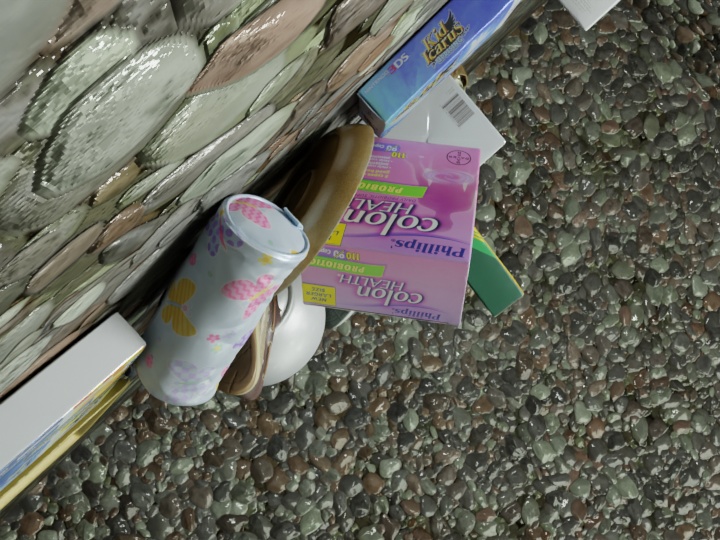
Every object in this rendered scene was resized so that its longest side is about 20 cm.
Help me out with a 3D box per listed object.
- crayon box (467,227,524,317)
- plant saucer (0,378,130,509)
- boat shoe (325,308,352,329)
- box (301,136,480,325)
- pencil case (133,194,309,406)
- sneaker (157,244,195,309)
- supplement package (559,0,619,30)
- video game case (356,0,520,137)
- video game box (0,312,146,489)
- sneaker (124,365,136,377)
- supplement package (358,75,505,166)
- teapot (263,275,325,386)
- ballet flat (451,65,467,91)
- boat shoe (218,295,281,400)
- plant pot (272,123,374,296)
[{"bbox_3d":[0.158,-0.033,1.045,0.058,0.173,0.200,-38,-175,8],"label":"crayon box"},{"bbox_3d":[-0.374,0.205,0.782,0.200,0.048,0.200,-40,-174,42],"label":"plant saucer"},{"bbox_3d":[-0.001,-0.002,0.943,0.065,0.074,0.203,-8,135,-50],"label":"boat shoe"},{"bbox_3d":[0.039,-0.053,0.784,0.097,0.174,0.201,91,10,-45],"label":"box"},{"bbox_3d":[-0.124,0.030,0.613,0.090,0.083,0.200,2,132,-48],"label":"pencil case"},{"bbox_3d":[-0.173,0.027,0.708,0.200,0.080,0.087,-54,-143,27],"label":"sneaker"},{"bbox_3d":[0.309,-0.403,0.824,0.200,0.120,0.121,-42,-177,26],"label":"supplement package"},{"bbox_3d":[0.083,-0.231,0.746,0.200,0.045,0.181,-43,-177,5],"label":"video game case"},{"bbox_3d":[-0.291,0.141,0.594,0.182,0.047,0.200,-36,-172,48],"label":"video game box"},{"bbox_3d":[-0.265,0.103,1.055,0.200,0.088,0.074,-45,-176,-19],"label":"sneaker"},{"bbox_3d":[0.097,-0.194,1.008,0.150,0.152,0.200,-41,-175,11],"label":"supplement package"},{"bbox_3d":[-0.136,0.043,0.887,0.196,0.202,0.146,-5,156,-1],"label":"teapot"},{"bbox_3d":[0.140,-0.308,1.178,0.068,0.072,0.200,-40,-175,35],"label":"ballet flat"},{"bbox_3d":[-0.126,0.047,0.786,0.072,0.202,0.072,-9,155,13],"label":"boat shoe"},{"bbox_3d":[-0.056,-0.067,0.695,0.200,0.027,0.201,-48,-159,26],"label":"plant pot"}]
